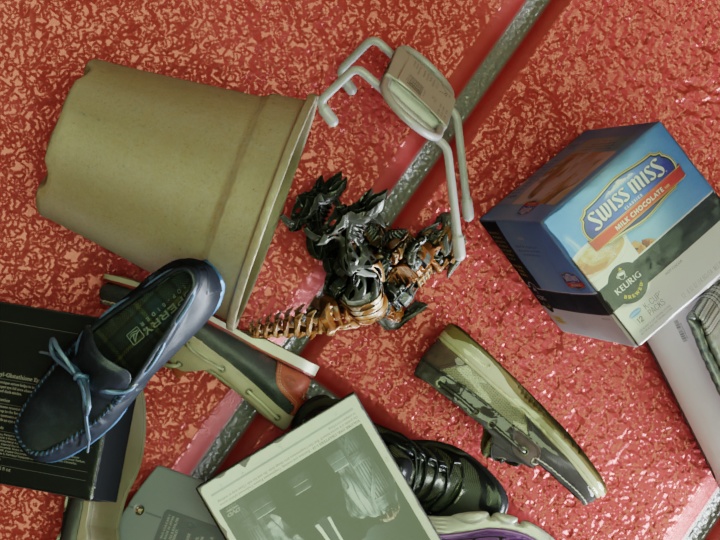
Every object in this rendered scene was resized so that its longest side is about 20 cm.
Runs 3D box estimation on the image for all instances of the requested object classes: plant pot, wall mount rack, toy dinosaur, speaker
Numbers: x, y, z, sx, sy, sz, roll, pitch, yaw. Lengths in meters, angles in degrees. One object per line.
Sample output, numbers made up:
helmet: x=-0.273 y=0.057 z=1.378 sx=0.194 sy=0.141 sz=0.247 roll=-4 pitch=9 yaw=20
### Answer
plant pot: x=-0.152 y=-0.077 z=1.576 sx=0.183 sy=0.200 sz=0.201 roll=20 pitch=88 yaw=0
wall mount rack: x=0.048 y=-0.107 z=1.617 sx=0.174 sy=0.200 sz=0.075 roll=43 pitch=108 yaw=-7
toy dinosaur: x=0.000 y=0.000 z=1.642 sx=0.200 sy=0.102 sz=0.136 roll=-42 pitch=123 yaw=-40
speaker: x=0.318 y=0.111 z=1.724 sx=0.081 sy=0.081 sz=0.201 roll=-29 pitch=98 yaw=-9

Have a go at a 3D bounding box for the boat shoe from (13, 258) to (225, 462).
boat shoe: x=-0.191 y=0.059 z=1.476 sx=0.084 sy=0.069 sz=0.200 roll=40 pitch=92 yaw=12

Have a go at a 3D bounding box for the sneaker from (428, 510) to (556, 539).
sneaker: x=0.072 y=0.249 z=1.639 sx=0.199 sy=0.081 sz=0.084 roll=4 pitch=60 yaw=-9

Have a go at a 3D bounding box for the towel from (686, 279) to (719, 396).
towel: x=0.364 y=0.083 z=1.700 sx=0.192 sy=0.034 sz=0.201 roll=-38 pitch=104 yaw=-51

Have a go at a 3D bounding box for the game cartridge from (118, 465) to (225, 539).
game cartridge: x=-0.157 y=0.268 z=1.615 sx=0.133 sy=0.040 sz=0.201 roll=18 pitch=78 yaw=18

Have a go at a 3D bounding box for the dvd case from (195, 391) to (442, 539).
dvd case: x=-0.018 y=0.221 z=1.580 sx=0.150 sy=0.025 sz=0.201 roll=-31 pitch=89 yaw=-5

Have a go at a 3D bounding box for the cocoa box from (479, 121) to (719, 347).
cocoa box: x=0.206 y=-0.032 z=1.633 sx=0.133 sy=0.200 sz=0.131 roll=-39 pitch=98 yaw=-7

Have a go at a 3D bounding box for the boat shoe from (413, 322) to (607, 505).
boat shoe: x=0.127 y=0.133 z=1.694 sx=0.066 sy=0.072 sz=0.201 roll=-43 pitch=100 yaw=3

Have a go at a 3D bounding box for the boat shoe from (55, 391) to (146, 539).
boat shoe: x=-0.227 y=0.176 z=1.617 sx=0.062 sy=0.073 sz=0.201 roll=3 pitch=74 yaw=25

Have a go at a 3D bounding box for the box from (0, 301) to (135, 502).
box: x=-0.282 y=0.097 z=1.558 sx=0.199 sy=0.079 sz=0.142 roll=9 pitch=85 yaw=10

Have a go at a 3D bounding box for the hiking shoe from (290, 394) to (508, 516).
hiking shoe: x=0.035 y=0.176 z=1.653 sx=0.199 sy=0.101 sz=0.076 roll=23 pitch=99 yaw=-9

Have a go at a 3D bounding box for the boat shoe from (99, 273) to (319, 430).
boat shoe: x=-0.132 y=0.064 z=1.636 sx=0.199 sy=0.071 sz=0.063 roll=27 pitch=89 yaw=-16
